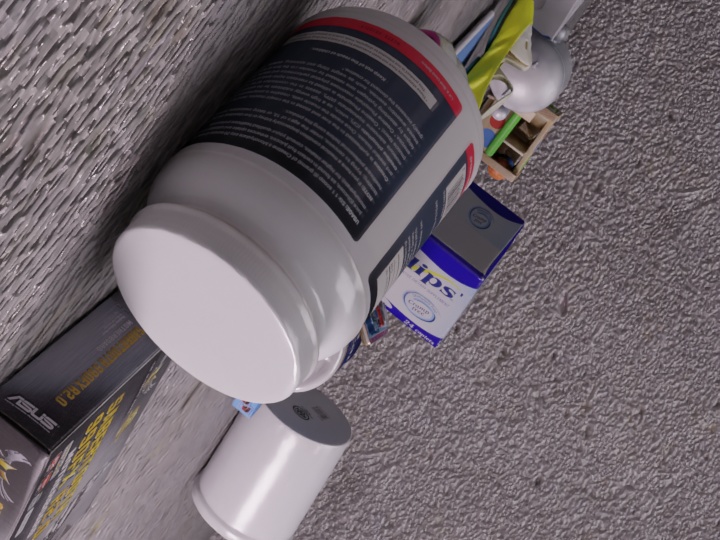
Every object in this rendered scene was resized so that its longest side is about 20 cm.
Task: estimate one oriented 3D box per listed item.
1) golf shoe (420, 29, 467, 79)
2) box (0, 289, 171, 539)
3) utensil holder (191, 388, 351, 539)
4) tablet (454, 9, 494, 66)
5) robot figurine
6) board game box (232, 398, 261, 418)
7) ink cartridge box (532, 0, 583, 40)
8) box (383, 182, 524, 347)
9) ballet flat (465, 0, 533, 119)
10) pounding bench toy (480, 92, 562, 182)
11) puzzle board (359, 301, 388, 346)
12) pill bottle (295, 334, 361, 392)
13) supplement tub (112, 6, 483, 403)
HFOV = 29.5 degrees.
[{"bbox_3d":[0.017,-0.126,1.194,0.201,0.075,0.092,-56,161,-11],"label":"golf shoe"},{"bbox_3d":[-0.193,0.118,0.831,0.201,0.048,0.158,-57,174,33],"label":"box"},{"bbox_3d":[-0.127,0.278,1.987,0.201,0.169,0.170,-58,174,20],"label":"utensil holder"},{"bbox_3d":[0.089,-0.214,1.568,0.200,0.014,0.131,-51,174,-48],"label":"tablet"},{"bbox_3d":[0.253,-0.298,2.031,0.171,0.112,0.200,-57,175,22],"label":"robot figurine"},{"bbox_3d":[-0.087,0.085,1.790,0.151,0.036,0.201,-50,173,-48],"label":"board game box"},{"bbox_3d":[0.288,-0.412,1.792,0.200,0.076,0.137,-49,174,-39],"label":"ink cartridge box"},{"bbox_3d":[0.074,-0.034,1.662,0.105,0.183,0.201,-49,173,-30],"label":"box"},{"bbox_3d":[0.164,-0.245,1.629,0.201,0.067,0.067,-55,175,-12],"label":"ballet flat"},{"bbox_3d":[0.250,-0.240,2.370,0.157,0.124,0.200,-55,176,14],"label":"pounding bench toy"},{"bbox_3d":[0.000,0.000,1.477,0.017,0.153,0.200,-16,179,6],"label":"puzzle board"},{"bbox_3d":[-0.053,0.058,1.462,0.112,0.111,0.200,-55,176,10],"label":"pill bottle"},{"bbox_3d":[-0.031,-0.040,0.768,0.200,0.140,0.141,-51,175,-34],"label":"supplement tub"}]
